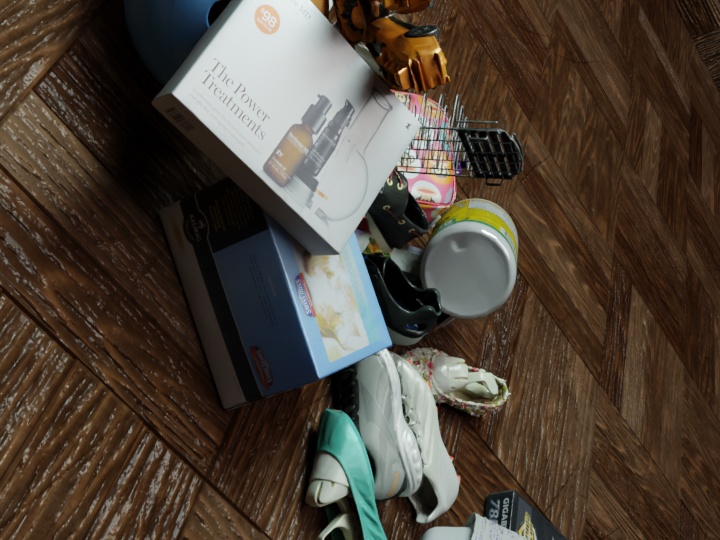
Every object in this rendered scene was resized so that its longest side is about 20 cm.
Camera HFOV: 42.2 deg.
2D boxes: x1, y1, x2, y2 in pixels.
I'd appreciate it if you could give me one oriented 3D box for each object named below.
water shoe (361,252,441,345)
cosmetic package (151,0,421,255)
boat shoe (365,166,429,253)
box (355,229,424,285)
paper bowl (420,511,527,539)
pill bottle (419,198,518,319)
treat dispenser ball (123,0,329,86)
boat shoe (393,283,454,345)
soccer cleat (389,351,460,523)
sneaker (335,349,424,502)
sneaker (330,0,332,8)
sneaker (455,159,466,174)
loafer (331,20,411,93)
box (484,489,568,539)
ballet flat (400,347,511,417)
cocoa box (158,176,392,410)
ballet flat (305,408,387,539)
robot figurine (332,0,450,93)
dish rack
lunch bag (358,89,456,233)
[{"bbox_3d":[0.000,0.000,1.014,0.198,0.079,0.072,32,42,-9],"label":"water shoe"},{"bbox_3d":[-0.056,-0.134,0.804,0.200,0.051,0.152,43,66,-26],"label":"cosmetic package"},{"bbox_3d":[0.016,-0.087,0.949,0.202,0.062,0.075,50,20,-56],"label":"boat shoe"},{"bbox_3d":[0.030,-0.013,1.141,0.199,0.041,0.039,16,61,-51],"label":"box"},{"bbox_3d":[0.087,0.344,0.939,0.103,0.203,0.202,24,41,7],"label":"paper bowl"},{"bbox_3d":[0.137,-0.024,1.142,0.114,0.111,0.200,63,17,-10],"label":"pill bottle"},{"bbox_3d":[-0.128,-0.257,0.901,0.200,0.199,0.204,28,52,-44],"label":"treat dispenser ball"},{"bbox_3d":[0.055,0.047,1.117,0.199,0.072,0.073,-14,83,-56],"label":"boat shoe"},{"bbox_3d":[0.057,0.189,1.060,0.077,0.068,0.203,-36,107,-51],"label":"soccer cleat"},{"bbox_3d":[0.004,0.149,1.002,0.078,0.074,0.204,-12,78,-35],"label":"sneaker"},{"bbox_3d":[-0.102,-0.293,1.079,0.099,0.077,0.201,45,32,-21],"label":"sneaker"},{"bbox_3d":[0.062,-0.133,1.202,0.199,0.087,0.076,-15,85,-56],"label":"sneaker"},{"bbox_3d":[0.023,-0.250,1.205,0.200,0.071,0.074,44,42,-18],"label":"loafer"},{"bbox_3d":[0.219,0.417,1.189,0.198,0.049,0.202,43,43,-32],"label":"box"},{"bbox_3d":[0.121,0.136,1.175,0.198,0.063,0.077,21,58,-47],"label":"ballet flat"},{"bbox_3d":[-0.080,0.009,0.899,0.133,0.130,0.203,-17,88,-55],"label":"cocoa box"},{"bbox_3d":[-0.016,0.242,0.936,0.070,0.067,0.204,-12,82,-42],"label":"ballet flat"},{"bbox_3d":[0.019,-0.232,0.842,0.200,0.057,0.147,-130,-156,-61],"label":"robot figurine"},{"bbox_3d":[0.068,-0.137,0.953,0.153,0.196,0.056,40,57,-70],"label":"dish rack"},{"bbox_3d":[0.017,-0.124,1.092,0.197,0.082,0.179,8,63,-26],"label":"lunch bag"}]
